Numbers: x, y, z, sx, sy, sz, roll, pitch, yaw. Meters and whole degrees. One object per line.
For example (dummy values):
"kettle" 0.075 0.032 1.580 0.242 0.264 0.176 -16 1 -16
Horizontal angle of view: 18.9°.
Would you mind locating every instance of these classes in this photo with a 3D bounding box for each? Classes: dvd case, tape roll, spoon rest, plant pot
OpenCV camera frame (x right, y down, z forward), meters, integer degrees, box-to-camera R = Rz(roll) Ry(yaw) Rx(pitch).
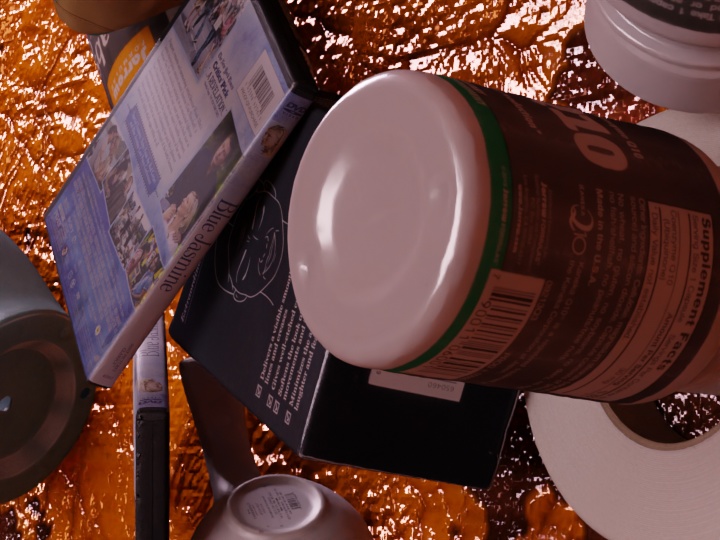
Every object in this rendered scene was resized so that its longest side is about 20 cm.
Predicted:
"dvd case" -0.115 0.103 1.177 0.200 0.017 0.144 -108 19 -69
"tape roll" 0.150 0.027 0.953 0.202 0.037 0.204 -14 72 50
"dvd case" -0.097 -0.057 1.106 0.200 0.017 0.143 -53 35 24
"spoon rest" -0.055 0.121 1.166 0.200 0.099 0.061 -117 21 -54
"plant pot" -0.275 0.051 1.381 0.187 0.200 0.201 27 104 35

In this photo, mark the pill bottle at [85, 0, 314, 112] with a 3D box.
"pill bottle" -0.092 -0.123 1.231 0.116 0.116 0.201 -50 47 33

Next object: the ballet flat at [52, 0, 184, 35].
"ballet flat" -0.076 -0.188 1.169 0.069 0.199 0.063 49 156 28

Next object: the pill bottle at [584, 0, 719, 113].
"pill bottle" 0.147 -0.164 0.873 0.201 0.113 0.114 94 160 -54

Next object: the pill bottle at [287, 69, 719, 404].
"pill bottle" 0.079 -0.007 0.857 0.113 0.199 0.114 -15 71 49

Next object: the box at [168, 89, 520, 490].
"box" 0.000 0.000 1.064 0.200 0.106 0.149 35 110 62
